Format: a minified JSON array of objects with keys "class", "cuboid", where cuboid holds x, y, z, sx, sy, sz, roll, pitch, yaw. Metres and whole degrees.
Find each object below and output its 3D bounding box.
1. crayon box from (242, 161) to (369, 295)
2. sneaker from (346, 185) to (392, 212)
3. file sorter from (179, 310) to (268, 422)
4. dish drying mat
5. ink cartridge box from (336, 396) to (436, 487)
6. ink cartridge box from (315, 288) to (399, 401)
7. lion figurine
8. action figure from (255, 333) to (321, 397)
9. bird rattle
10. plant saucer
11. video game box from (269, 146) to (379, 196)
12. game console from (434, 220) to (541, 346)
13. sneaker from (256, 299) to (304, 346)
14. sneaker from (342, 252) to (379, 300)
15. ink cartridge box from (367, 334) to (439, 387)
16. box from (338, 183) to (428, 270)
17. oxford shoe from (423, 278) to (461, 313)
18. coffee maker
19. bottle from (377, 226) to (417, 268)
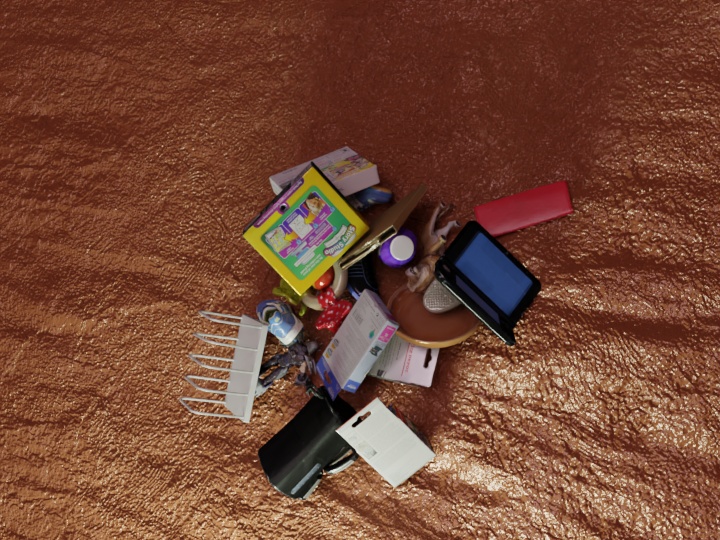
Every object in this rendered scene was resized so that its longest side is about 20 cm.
[{"class":"crayon box","cuboid":[-0.109,-0.083,1.640,0.200,0.058,0.173,-42,107,8]},{"class":"sneaker","cuboid":[-0.017,-0.146,1.801,0.196,0.075,0.090,3,84,33]},{"class":"file sorter","cuboid":[-0.288,0.193,1.698,0.138,0.122,0.205,12,90,62]},{"class":"dish drying mat","cuboid":[0.332,-0.123,1.668,0.196,0.018,0.078,-17,69,19]},{"class":"ink cartridge box","cuboid":[0.046,0.320,1.570,0.108,0.200,0.051,-38,29,8]},{"class":"ink cartridge box","cuboid":[-0.010,0.152,1.624,0.202,0.042,0.120,-55,36,13]},{"class":"lion figurine","cuboid":[0.150,-0.046,1.682,0.072,0.202,0.123,32,127,-11]},{"class":"action figure","cuboid":[-0.169,0.201,1.767,0.197,0.069,0.132,-29,59,9]},{"class":"bird rattle","cuboid":[-0.086,0.035,1.714,0.198,0.111,0.166,18,91,46]},{"class":"plant saucer","cuboid":[0.150,0.088,1.626,0.195,0.038,0.202,-5,37,4]},{"class":"video game box","cuboid":[-0.080,-0.196,1.757,0.197,0.048,0.182,-23,25,-12]},{"class":"game console","cuboid":[0.247,0.020,1.547,0.199,0.176,0.117,42,102,-2]},{"class":"sneaker","cuboid":[-0.185,0.093,1.758,0.076,0.077,0.199,-50,27,-9]},{"class":"sneaker","cuboid":[0.000,0.000,1.746,0.078,0.070,0.201,-43,62,14]},{"class":"ink cartridge box","cuboid":[0.074,0.168,1.668,0.196,0.068,0.119,11,80,25]},{"class":"box","cuboid":[0.048,-0.091,1.668,0.162,0.200,0.021,-35,100,36]},{"class":"oxford shoe","cuboid":[0.206,0.021,1.631,0.199,0.058,0.075,-40,73,-17]},{"class":"coffee maker","cuboid":[-0.110,0.338,1.636,0.200,0.135,0.192,-44,108,5]},{"class":"bottle","cuboid":[0.077,-0.047,1.655,0.065,0.200,0.084,33,90,-3]}]
